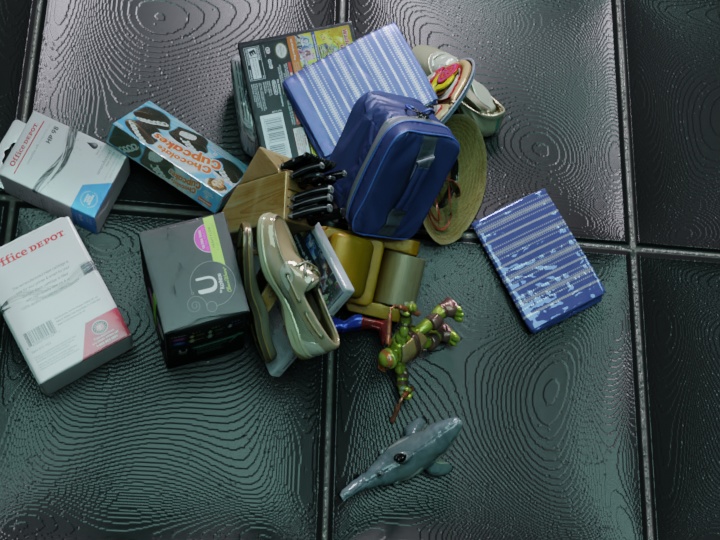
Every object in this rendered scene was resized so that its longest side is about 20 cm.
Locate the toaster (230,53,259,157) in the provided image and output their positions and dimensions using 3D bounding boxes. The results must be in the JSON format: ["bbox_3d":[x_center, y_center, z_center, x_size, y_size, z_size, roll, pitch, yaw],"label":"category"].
[{"bbox_3d":[-0.131,-0.268,1.658,0.126,0.114,0.204,-8,77,-9],"label":"toaster"}]

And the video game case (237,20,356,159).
[{"bbox_3d":[-0.077,-0.259,1.591,0.177,0.026,0.204,-12,80,-6],"label":"video game case"}]

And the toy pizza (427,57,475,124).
[{"bbox_3d":[0.099,-0.256,1.648,0.032,0.199,0.202,39,69,-19],"label":"toy pizza"}]

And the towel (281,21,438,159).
[{"bbox_3d":[-0.001,-0.262,1.571,0.198,0.024,0.147,-28,80,-7],"label":"towel"}]

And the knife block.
[{"bbox_3d":[-0.104,-0.080,1.482,0.063,0.202,0.176,15,26,-44],"label":"knife block"}]

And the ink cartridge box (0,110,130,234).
[{"bbox_3d":[-0.458,-0.154,1.592,0.197,0.067,0.117,24,70,-1],"label":"ink cartridge box"}]

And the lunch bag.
[{"bbox_3d":[0.049,-0.149,1.507,0.134,0.202,0.133,2,38,-37],"label":"lunch bag"}]

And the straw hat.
[{"bbox_3d":[0.113,-0.146,1.665,0.084,0.201,0.204,9,64,37],"label":"straw hat"}]

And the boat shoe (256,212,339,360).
[{"bbox_3d":[-0.081,0.015,1.418,0.064,0.072,0.204,-18,89,26],"label":"boat shoe"}]

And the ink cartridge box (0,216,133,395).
[{"bbox_3d":[-0.433,0.049,1.519,0.143,0.084,0.202,-28,79,-17],"label":"ink cartridge box"}]

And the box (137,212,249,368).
[{"bbox_3d":[-0.234,0.032,1.495,0.122,0.200,0.151,-14,74,-13],"label":"box"}]

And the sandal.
[{"bbox_3d":[-0.134,0.027,1.458,0.053,0.080,0.204,-15,108,-12],"label":"sandal"}]

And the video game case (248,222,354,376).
[{"bbox_3d":[-0.105,0.016,1.520,0.023,0.182,0.202,14,37,-45],"label":"video game case"}]

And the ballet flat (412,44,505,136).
[{"bbox_3d":[0.161,-0.308,1.742,0.069,0.070,0.200,-41,82,-19],"label":"ballet flat"}]

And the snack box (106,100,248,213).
[{"bbox_3d":[-0.271,-0.173,1.612,0.198,0.037,0.116,33,32,2],"label":"snack box"}]

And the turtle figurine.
[{"bbox_3d":[0.078,0.114,1.570,0.160,0.204,0.064,-26,36,-36],"label":"turtle figurine"}]

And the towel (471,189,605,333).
[{"bbox_3d":[0.281,-0.015,1.685,0.143,0.024,0.202,-24,76,-14],"label":"towel"}]

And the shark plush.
[{"bbox_3d":[0.053,0.263,1.527,0.196,0.083,0.092,-15,75,-13],"label":"shark plush"}]

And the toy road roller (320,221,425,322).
[{"bbox_3d":[0.000,0.000,1.560,0.196,0.146,0.125,13,90,-7],"label":"toy road roller"}]

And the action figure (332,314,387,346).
[{"bbox_3d":[-0.057,0.080,1.578,0.196,0.065,0.053,11,83,-1],"label":"action figure"}]
